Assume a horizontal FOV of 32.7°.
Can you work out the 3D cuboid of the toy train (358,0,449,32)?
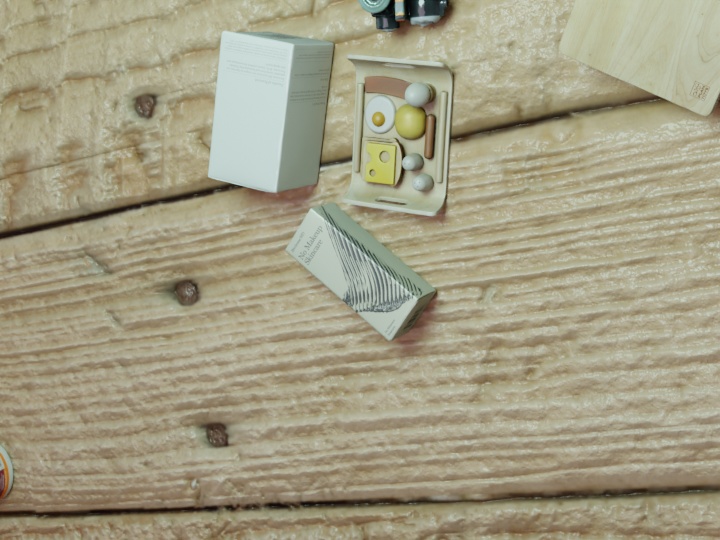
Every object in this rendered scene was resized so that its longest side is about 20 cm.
[{"bbox_3d":[0.055,-0.408,1.567,0.113,0.085,0.201,1,101,18],"label":"toy train"}]

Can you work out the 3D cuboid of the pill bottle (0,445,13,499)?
[{"bbox_3d":[-0.684,0.359,2.033,0.114,0.200,0.115,6,103,27],"label":"pill bottle"}]

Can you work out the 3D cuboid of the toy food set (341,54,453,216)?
[{"bbox_3d":[0.043,-0.180,1.626,0.143,0.060,0.201,9,104,26],"label":"toy food set"}]

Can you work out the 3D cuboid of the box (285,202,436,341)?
[{"bbox_3d":[0.000,0.000,1.680,0.200,0.068,0.082,39,115,15],"label":"box"}]

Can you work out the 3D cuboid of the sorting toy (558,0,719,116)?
[{"bbox_3d":[0.360,-0.314,1.422,0.198,0.070,0.201,28,118,20],"label":"sorting toy"}]

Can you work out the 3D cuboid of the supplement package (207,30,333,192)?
[{"bbox_3d":[-0.122,-0.218,1.673,0.117,0.117,0.201,14,106,24],"label":"supplement package"}]
